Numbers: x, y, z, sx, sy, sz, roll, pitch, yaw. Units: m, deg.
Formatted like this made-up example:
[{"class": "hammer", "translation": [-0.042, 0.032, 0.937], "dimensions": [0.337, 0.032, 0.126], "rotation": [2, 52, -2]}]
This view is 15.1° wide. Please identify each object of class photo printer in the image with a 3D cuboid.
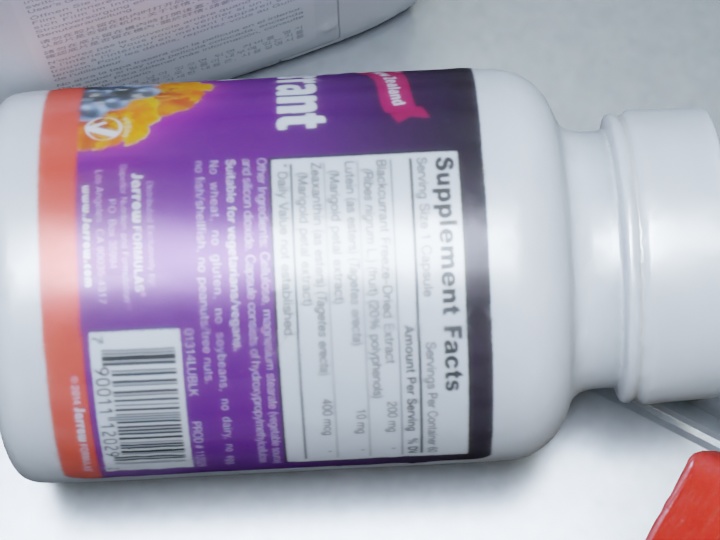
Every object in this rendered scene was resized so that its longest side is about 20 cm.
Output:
[{"class": "photo printer", "translation": [-0.062, -0.105, 0.742], "dimensions": [0.166, 0.200, 0.070], "rotation": [-18, 78, -3]}]

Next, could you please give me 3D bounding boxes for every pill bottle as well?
[{"class": "pill bottle", "translation": [0.000, 0.000, 0.763], "dimensions": [0.200, 0.111, 0.112], "rotation": [-3, 77, -1]}]

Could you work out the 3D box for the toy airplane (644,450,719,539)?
[{"class": "toy airplane", "translation": [0.088, 0.170, 0.694], "dimensions": [0.141, 0.199, 0.200], "rotation": [-4, 60, -44]}]
